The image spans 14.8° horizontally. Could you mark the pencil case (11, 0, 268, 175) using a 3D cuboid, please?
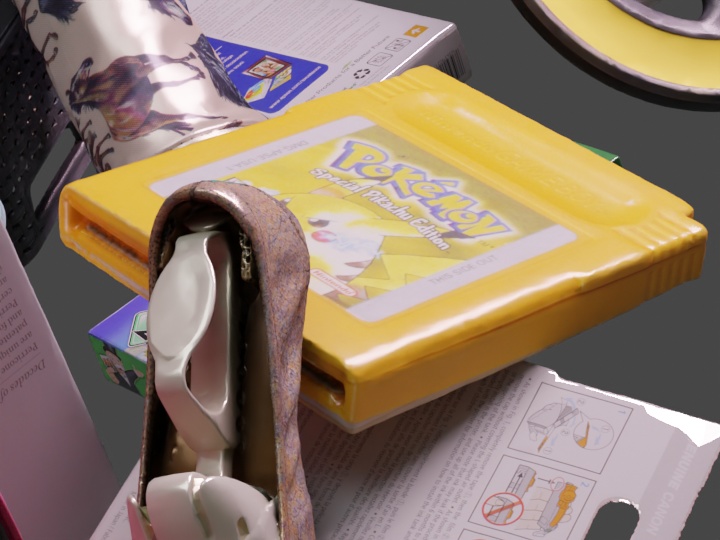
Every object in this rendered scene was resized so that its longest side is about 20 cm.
[{"bbox_3d":[-0.111,-0.115,1.276,0.078,0.089,0.201,-41,63,26],"label":"pencil case"}]

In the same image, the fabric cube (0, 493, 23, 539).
[{"bbox_3d":[-0.219,0.139,0.932,0.196,0.201,0.199,-35,33,-21],"label":"fabric cube"}]

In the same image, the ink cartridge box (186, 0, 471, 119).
[{"bbox_3d":[-0.048,-0.099,1.346,0.199,0.037,0.095,20,51,43],"label":"ink cartridge box"}]

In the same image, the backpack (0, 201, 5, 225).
[{"bbox_3d":[-0.244,0.009,1.179,0.175,0.154,0.201,2,54,32],"label":"backpack"}]

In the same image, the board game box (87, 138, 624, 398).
[{"bbox_3d":[0.000,0.000,1.175,0.200,0.029,0.134,-37,36,-25],"label":"board game box"}]

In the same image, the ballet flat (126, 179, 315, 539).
[{"bbox_3d":[-0.053,0.062,0.945,0.068,0.067,0.201,-9,70,18],"label":"ballet flat"}]

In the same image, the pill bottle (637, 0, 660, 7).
[{"bbox_3d":[0.068,-0.195,1.350,0.112,0.113,0.200,-36,34,-23],"label":"pill bottle"}]

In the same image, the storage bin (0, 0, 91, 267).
[{"bbox_3d":[-0.243,-0.062,1.348,0.199,0.094,0.135,-5,35,22],"label":"storage bin"}]

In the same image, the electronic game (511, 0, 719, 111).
[{"bbox_3d":[0.145,-0.165,1.220,0.200,0.200,0.042,-33,-8,-20],"label":"electronic game"}]

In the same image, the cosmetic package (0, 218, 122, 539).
[{"bbox_3d":[-0.164,0.040,1.045,0.071,0.201,0.101,-39,37,-28],"label":"cosmetic package"}]

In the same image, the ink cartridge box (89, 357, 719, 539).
[{"bbox_3d":[0.014,0.097,1.010,0.199,0.050,0.161,17,51,18],"label":"ink cartridge box"}]

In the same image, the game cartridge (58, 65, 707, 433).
[{"bbox_3d":[0.012,-0.017,1.084,0.199,0.033,0.176,-23,40,-37],"label":"game cartridge"}]
